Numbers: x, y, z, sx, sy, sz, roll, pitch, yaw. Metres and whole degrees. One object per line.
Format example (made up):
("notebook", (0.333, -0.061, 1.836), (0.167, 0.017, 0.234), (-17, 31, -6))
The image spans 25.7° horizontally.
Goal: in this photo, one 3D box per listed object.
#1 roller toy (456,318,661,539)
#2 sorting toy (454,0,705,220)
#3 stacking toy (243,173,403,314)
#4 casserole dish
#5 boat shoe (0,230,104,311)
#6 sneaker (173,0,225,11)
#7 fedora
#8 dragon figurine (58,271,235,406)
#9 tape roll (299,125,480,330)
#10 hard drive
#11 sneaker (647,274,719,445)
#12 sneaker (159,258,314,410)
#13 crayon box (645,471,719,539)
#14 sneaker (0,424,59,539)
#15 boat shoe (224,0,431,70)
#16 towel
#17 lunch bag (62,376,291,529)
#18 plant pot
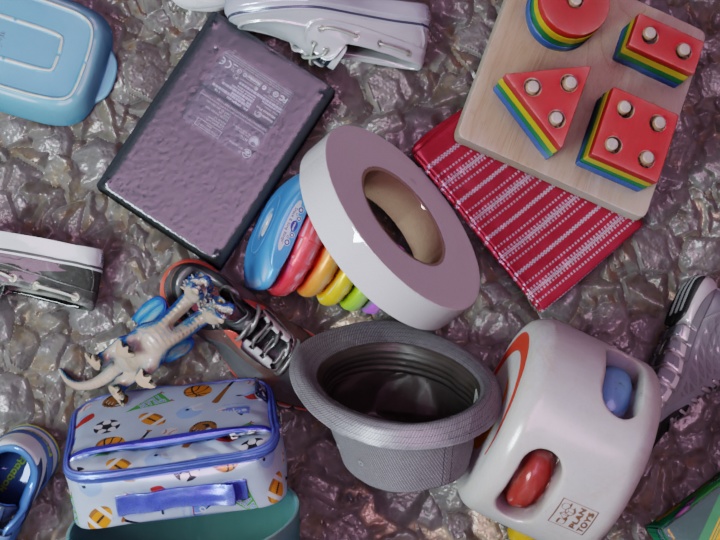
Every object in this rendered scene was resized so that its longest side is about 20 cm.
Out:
("roller toy", (0.179, 0.151, 1.399), (0.139, 0.182, 0.201), (25, 82, -4))
("sorting toy", (0.216, -0.181, 1.485), (0.197, 0.070, 0.202), (23, 77, -7))
("stacking toy", (0.000, 0.000, 1.452), (0.199, 0.110, 0.117), (26, 82, -14))
("casserole dish", (-0.324, -0.210, 1.465), (0.198, 0.039, 0.122), (17, 81, -3))
("boat shoe", (-0.333, -0.002, 1.423), (0.198, 0.071, 0.064), (8, 81, -6))
("sneaker", (-0.091, -0.307, 1.469), (0.199, 0.100, 0.075), (-25, 88, -7))
("fedora", (0.031, 0.129, 1.388), (0.176, 0.199, 0.091), (-19, 122, -35))
("dragon figurine", (-0.187, 0.064, 1.399), (0.059, 0.200, 0.099), (52, 51, -6))
("tape roll", (0.028, -0.040, 1.408), (0.037, 0.203, 0.203), (-39, 88, 26))
("hard drive", (-0.134, -0.121, 1.473), (0.139, 0.033, 0.201), (33, 81, 1))
("sneaker", (0.322, 0.114, 1.476), (0.115, 0.075, 0.201), (28, 80, -4))
("sneaker", (-0.099, 0.062, 1.432), (0.199, 0.082, 0.077), (33, 81, -3))
("crayon box", (0.373, 0.287, 1.466), (0.118, 0.058, 0.201), (-34, 88, -9))
("sneaker", (-0.336, 0.228, 1.390), (0.073, 0.082, 0.201), (25, 83, -4))
("boat shoe", (-0.028, -0.222, 1.472), (0.198, 0.074, 0.068), (1, 86, -11))
("towel", (0.158, -0.079, 1.503), (0.144, 0.022, 0.200), (-39, 90, -15))
("lunch bag", (-0.156, 0.158, 1.373), (0.198, 0.160, 0.076), (-9, 110, -2))
("plant pot", (-0.141, 0.286, 1.350), (0.198, 0.201, 0.163), (-8, 103, -7))
